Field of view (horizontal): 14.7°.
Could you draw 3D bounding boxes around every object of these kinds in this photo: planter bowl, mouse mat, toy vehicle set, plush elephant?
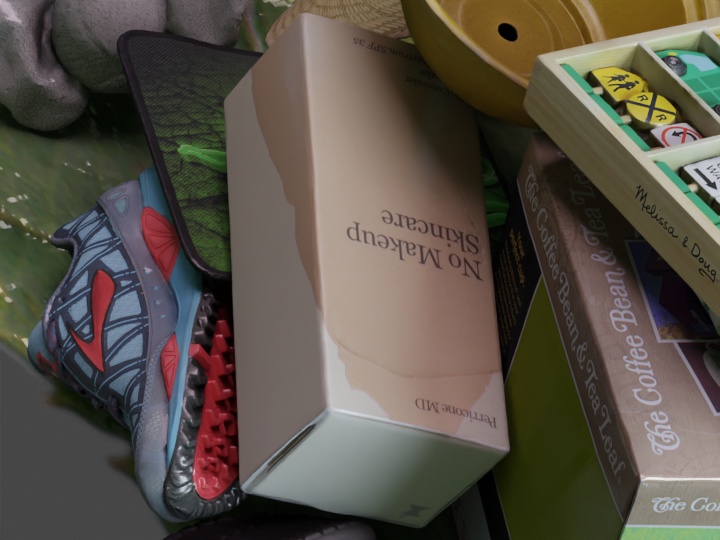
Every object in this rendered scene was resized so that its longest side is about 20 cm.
[{"bbox_3d":[0.080,-0.124,1.221,0.199,0.084,0.201,14,54,-19],"label":"planter bowl"},{"bbox_3d":[-0.010,-0.045,1.306,0.199,0.008,0.161,8,43,-32],"label":"mouse mat"},{"bbox_3d":[0.169,-0.026,1.079,0.124,0.027,0.200,-15,47,-31],"label":"toy vehicle set"},{"bbox_3d":[-0.110,-0.153,1.401,0.164,0.156,0.200,-12,-9,29],"label":"plush elephant"}]

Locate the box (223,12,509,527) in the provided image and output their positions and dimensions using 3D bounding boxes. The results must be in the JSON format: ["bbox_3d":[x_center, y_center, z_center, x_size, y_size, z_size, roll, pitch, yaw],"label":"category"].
[{"bbox_3d":[0.000,0.000,1.198,0.095,0.078,0.201,13,54,-28],"label":"box"}]

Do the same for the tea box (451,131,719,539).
[{"bbox_3d":[0.128,0.080,1.157,0.133,0.197,0.201,1,43,-13],"label":"tea box"}]

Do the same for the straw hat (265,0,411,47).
[{"bbox_3d":[0.034,-0.183,1.354,0.200,0.085,0.201,-18,19,6],"label":"straw hat"}]

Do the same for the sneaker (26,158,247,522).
[{"bbox_3d":[-0.099,0.041,1.245,0.095,0.079,0.201,-20,41,11],"label":"sneaker"}]

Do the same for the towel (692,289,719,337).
[{"bbox_3d":[0.202,0.008,1.088,0.148,0.031,0.200,-3,44,-25],"label":"towel"}]

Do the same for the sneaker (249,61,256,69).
[{"bbox_3d":[-0.022,-0.020,1.337,0.088,0.075,0.201,10,42,-28],"label":"sneaker"}]

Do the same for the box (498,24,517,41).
[{"bbox_3d":[0.130,-0.187,1.535,0.163,0.086,0.201,2,43,-11],"label":"box"}]

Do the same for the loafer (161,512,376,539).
[{"bbox_3d":[-0.069,0.152,1.137,0.073,0.071,0.200,1,16,44],"label":"loafer"}]
